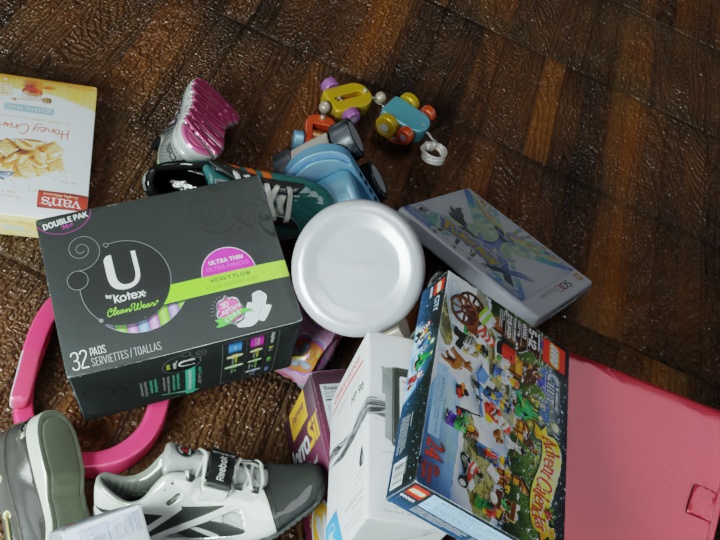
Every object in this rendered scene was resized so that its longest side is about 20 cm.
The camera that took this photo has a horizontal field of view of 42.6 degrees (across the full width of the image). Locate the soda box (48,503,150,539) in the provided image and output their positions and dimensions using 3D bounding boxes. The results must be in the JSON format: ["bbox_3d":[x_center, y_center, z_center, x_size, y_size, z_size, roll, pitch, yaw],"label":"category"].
[{"bbox_3d":[-0.175,0.284,0.695,0.063,0.068,0.203,-13,81,-30],"label":"soda box"}]

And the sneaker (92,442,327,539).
[{"bbox_3d":[-0.127,0.183,0.773,0.197,0.090,0.074,-13,22,-5],"label":"sneaker"}]

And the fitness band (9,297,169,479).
[{"bbox_3d":[-0.249,0.099,0.875,0.142,0.038,0.202,15,51,-15],"label":"fitness band"}]

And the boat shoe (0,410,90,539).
[{"bbox_3d":[-0.259,0.221,0.759,0.060,0.072,0.204,-21,69,16],"label":"boat shoe"}]

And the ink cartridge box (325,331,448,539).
[{"bbox_3d":[0.019,0.134,0.754,0.067,0.116,0.202,12,50,-13],"label":"ink cartridge box"}]

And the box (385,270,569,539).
[{"bbox_3d":[0.098,0.113,0.712,0.136,0.038,0.201,32,44,-18],"label":"box"}]

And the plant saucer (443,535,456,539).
[{"bbox_3d":[0.072,0.173,0.857,0.032,0.201,0.202,-11,55,1],"label":"plant saucer"}]

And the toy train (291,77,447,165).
[{"bbox_3d":[0.006,-0.170,1.176,0.197,0.056,0.152,5,54,-15],"label":"toy train"}]

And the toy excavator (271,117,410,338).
[{"bbox_3d":[-0.013,-0.033,1.010,0.099,0.195,0.201,-23,39,14],"label":"toy excavator"}]

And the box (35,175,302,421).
[{"bbox_3d":[-0.168,0.025,0.825,0.197,0.125,0.150,-14,68,-16],"label":"box"}]

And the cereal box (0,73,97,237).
[{"bbox_3d":[-0.362,-0.126,0.996,0.142,0.040,0.202,5,53,-19],"label":"cereal box"}]

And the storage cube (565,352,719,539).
[{"bbox_3d":[0.216,0.205,0.843,0.178,0.171,0.202,21,66,12],"label":"storage cube"}]

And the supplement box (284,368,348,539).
[{"bbox_3d":[-0.002,0.203,0.843,0.085,0.111,0.202,-1,54,-22],"label":"supplement box"}]

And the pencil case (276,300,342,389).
[{"bbox_3d":[-0.112,0.036,0.948,0.199,0.088,0.088,33,49,5],"label":"pencil case"}]

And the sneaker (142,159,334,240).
[{"bbox_3d":[-0.125,-0.072,0.940,0.197,0.080,0.072,7,92,1],"label":"sneaker"}]

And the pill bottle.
[{"bbox_3d":[0.000,0.000,0.863,0.114,0.200,0.118,0,88,1],"label":"pill bottle"}]

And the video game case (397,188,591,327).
[{"bbox_3d":[0.157,-0.021,1.070,0.199,0.022,0.182,39,29,19],"label":"video game case"}]

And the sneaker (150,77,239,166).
[{"bbox_3d":[-0.197,-0.154,1.066,0.074,0.087,0.201,40,23,-21],"label":"sneaker"}]

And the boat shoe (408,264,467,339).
[{"bbox_3d":[0.098,0.031,1.041,0.068,0.072,0.200,43,41,3],"label":"boat shoe"}]
